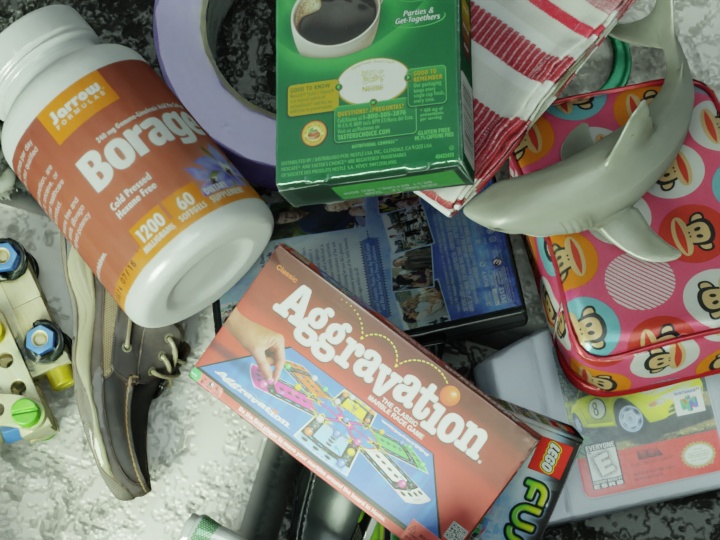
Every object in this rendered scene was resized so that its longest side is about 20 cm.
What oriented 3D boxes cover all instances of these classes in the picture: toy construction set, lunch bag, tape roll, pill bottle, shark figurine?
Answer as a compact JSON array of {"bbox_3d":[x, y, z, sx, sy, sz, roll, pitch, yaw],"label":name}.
[{"bbox_3d":[-0.262,0.049,1.319,0.131,0.092,0.200,-26,92,-3],"label":"toy construction set"},{"bbox_3d":[0.196,-0.028,1.299,0.176,0.082,0.200,-13,62,-2],"label":"lunch bag"},{"bbox_3d":[-0.036,-0.156,1.346,0.199,0.085,0.201,0,80,2],"label":"tape roll"},{"bbox_3d":[-0.156,-0.070,1.276,0.112,0.112,0.200,-39,74,-5],"label":"pill bottle"},{"bbox_3d":[0.172,-0.097,1.250,0.128,0.090,0.215,28,65,18],"label":"shark figurine"}]

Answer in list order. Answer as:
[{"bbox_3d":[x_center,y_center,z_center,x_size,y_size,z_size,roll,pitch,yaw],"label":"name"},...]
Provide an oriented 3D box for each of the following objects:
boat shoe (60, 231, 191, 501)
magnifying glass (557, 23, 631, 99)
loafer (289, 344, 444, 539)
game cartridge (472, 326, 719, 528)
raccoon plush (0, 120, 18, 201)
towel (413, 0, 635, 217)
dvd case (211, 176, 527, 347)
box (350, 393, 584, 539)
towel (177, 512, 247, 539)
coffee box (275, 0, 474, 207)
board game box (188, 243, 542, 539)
[{"bbox_3d":[-0.151,0.049,1.320,0.073,0.075,0.201,-9,82,0],"label":"boat shoe"},{"bbox_3d":[0.102,-0.185,1.379,0.200,0.022,0.080,42,84,8],"label":"magnifying glass"},{"bbox_3d":[0.002,0.112,1.307,0.068,0.070,0.201,21,82,3],"label":"loafer"},{"bbox_3d":[0.181,0.089,1.326,0.199,0.041,0.133,-13,77,-1],"label":"game cartridge"},{"bbox_3d":[-0.329,-0.080,1.358,0.200,0.134,0.097,-1,89,36],"label":"raccoon plush"},{"bbox_3d":[0.068,-0.148,1.270,0.144,0.023,0.200,36,84,25],"label":"towel"},{"bbox_3d":[0.000,0.000,1.308,0.199,0.018,0.143,-12,49,3],"label":"dvd case"},{"bbox_3d":[0.052,0.175,1.274,0.110,0.035,0.200,20,98,-10],"label":"box"},{"bbox_3d":[-0.053,0.261,1.258,0.200,0.031,0.149,32,116,14],"label":"towel"},{"bbox_3d":[0.009,-0.145,1.251,0.123,0.044,0.201,-7,71,16],"label":"coffee box"},{"bbox_3d":[0.002,0.083,1.234,0.200,0.019,0.103,36,99,8],"label":"board game box"}]
